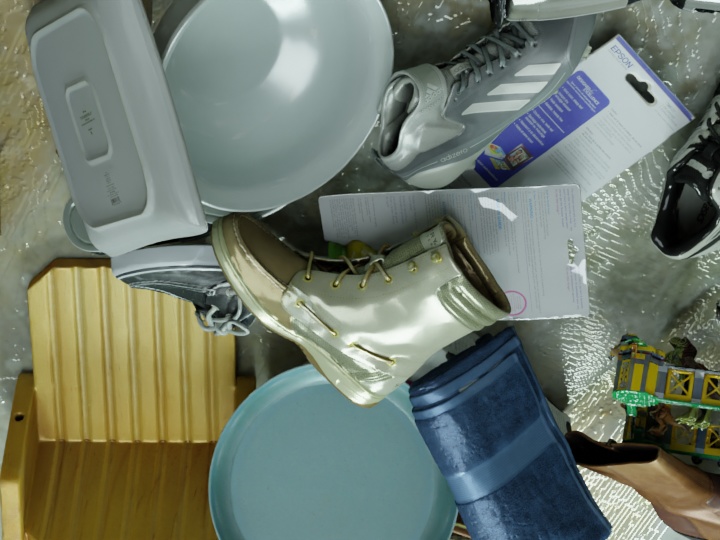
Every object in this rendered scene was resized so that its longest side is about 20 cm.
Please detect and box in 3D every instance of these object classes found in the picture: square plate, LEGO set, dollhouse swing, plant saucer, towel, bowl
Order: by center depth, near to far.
[{"bbox_3d":[-0.183,-0.110,1.502,0.028,0.200,0.198,-18,93,-27],"label":"square plate"},{"bbox_3d":[-0.083,-0.151,1.542,0.201,0.090,0.201,-18,127,-25],"label":"bowl"},{"bbox_3d":[0.118,0.155,1.662,0.112,0.049,0.200,-33,106,-29],"label":"towel"},{"bbox_3d":[-0.021,0.171,1.666,0.200,0.027,0.200,0,89,-6],"label":"plant saucer"},{"bbox_3d":[0.276,0.075,1.686,0.154,0.116,0.200,4,159,20],"label":"LEGO set"},{"bbox_3d":[-0.187,0.114,1.694,0.200,0.182,0.176,1,133,0],"label":"dollhouse swing"}]

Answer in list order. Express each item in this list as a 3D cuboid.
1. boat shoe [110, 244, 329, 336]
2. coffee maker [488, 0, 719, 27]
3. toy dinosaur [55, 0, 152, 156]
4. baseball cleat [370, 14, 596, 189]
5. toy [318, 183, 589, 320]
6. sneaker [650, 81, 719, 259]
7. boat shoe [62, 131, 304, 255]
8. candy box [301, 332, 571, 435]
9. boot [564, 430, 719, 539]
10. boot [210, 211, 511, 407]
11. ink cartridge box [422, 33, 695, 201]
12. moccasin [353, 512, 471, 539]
[{"bbox_3d":[-0.099,0.019,1.658,0.199,0.074,0.068,5,82,-22],"label":"boat shoe"},{"bbox_3d":[0.187,-0.266,1.466,0.200,0.135,0.192,-3,121,1],"label":"coffee maker"},{"bbox_3d":[-0.180,-0.135,1.572,0.106,0.060,0.200,48,125,19],"label":"toy dinosaur"},{"bbox_3d":[0.089,-0.143,1.552,0.200,0.070,0.106,-50,141,11],"label":"baseball cleat"},{"bbox_3d":[0.074,-0.019,1.626,0.200,0.047,0.115,-4,120,8],"label":"toy"},{"bbox_3d":[0.281,-0.090,1.590,0.076,0.088,0.200,33,123,26],"label":"sneaker"},{"bbox_3d":[-0.132,-0.061,1.639,0.200,0.060,0.076,-10,88,9],"label":"boat shoe"},{"bbox_3d":[0.049,0.129,1.748,0.168,0.072,0.200,-39,114,23],"label":"candy box"},{"bbox_3d":[0.291,0.174,1.711,0.188,0.069,0.200,10,162,45],"label":"boot"},{"bbox_3d":[0.000,0.000,1.576,0.155,0.072,0.200,-33,116,27],"label":"boot"},{"bbox_3d":[0.150,-0.099,1.625,0.200,0.039,0.099,-35,115,22],"label":"ink cartridge box"},{"bbox_3d":[0.017,0.221,1.718,0.201,0.078,0.074,6,124,-2],"label":"moccasin"}]
